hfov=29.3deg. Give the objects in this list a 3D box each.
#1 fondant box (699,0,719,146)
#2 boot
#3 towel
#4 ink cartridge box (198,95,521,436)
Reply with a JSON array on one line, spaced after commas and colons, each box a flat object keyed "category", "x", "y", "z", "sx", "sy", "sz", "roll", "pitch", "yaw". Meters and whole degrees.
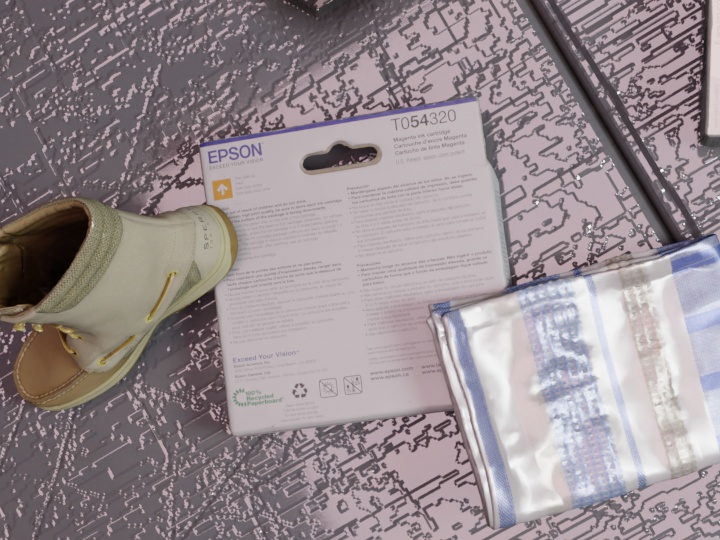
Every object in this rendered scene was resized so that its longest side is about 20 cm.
[{"category": "fondant box", "x": 0.314, "y": -0.149, "z": 0.848, "sx": 0.200, "sy": 0.058, "sz": 0.145, "roll": 2, "pitch": 88, "yaw": 10}, {"category": "boot", "x": -0.191, "y": 0.023, "z": 0.880, "sx": 0.200, "sy": 0.155, "sz": 0.072, "roll": -39, "pitch": 71, "yaw": 23}, {"category": "towel", "x": 0.152, "y": 0.068, "z": 0.863, "sx": 0.200, "sy": 0.024, "sz": 0.147, "roll": -15, "pitch": 87, "yaw": -6}, {"category": "ink cartridge box", "x": 0.000, "y": 0.000, "z": 0.914, "sx": 0.196, "sy": 0.043, "sz": 0.200, "roll": -8, "pitch": 84, "yaw": 12}]
